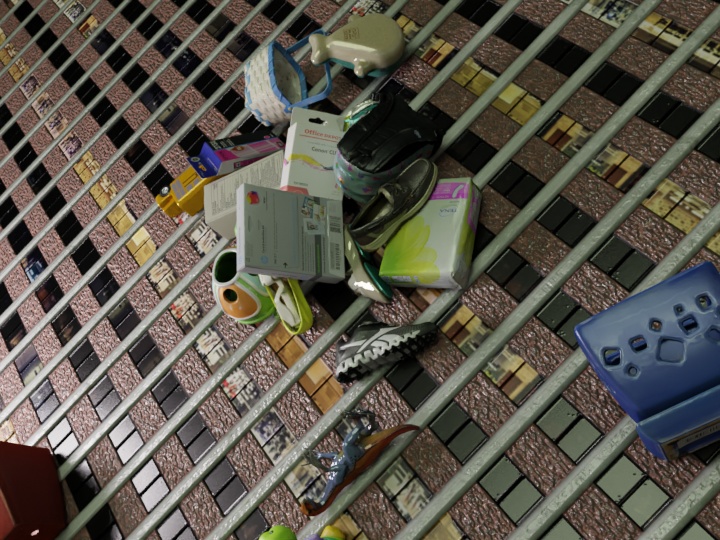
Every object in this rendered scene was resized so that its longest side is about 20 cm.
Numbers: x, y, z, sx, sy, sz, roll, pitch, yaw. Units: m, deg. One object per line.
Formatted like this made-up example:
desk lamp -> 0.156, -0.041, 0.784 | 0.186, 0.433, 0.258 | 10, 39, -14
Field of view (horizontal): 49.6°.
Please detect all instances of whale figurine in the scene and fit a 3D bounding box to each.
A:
whale figurine -> -0.007, -0.459, 1.630 | 0.198, 0.104, 0.161 | -8, 64, -1

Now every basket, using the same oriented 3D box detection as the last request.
basket -> -0.151, -0.417, 1.687 | 0.199, 0.139, 0.178 | -21, 57, 29

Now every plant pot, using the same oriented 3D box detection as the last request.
plant pot -> 0.424, 0.135, 1.036 | 0.199, 0.200, 0.181 | -28, 60, 13
plant pot -> -0.692, 0.467, 1.498 | 0.200, 0.200, 0.176 | -46, 63, 1

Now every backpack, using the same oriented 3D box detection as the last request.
backpack -> 0.041, -0.221, 1.455 | 0.166, 0.127, 0.200 | 34, 57, 20

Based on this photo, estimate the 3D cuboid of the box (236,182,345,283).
box -> -0.125, -0.064, 1.407 | 0.041, 0.198, 0.158 | -29, 59, 54

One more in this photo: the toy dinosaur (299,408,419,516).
toy dinosaur -> -0.025, 0.319, 1.261 | 0.198, 0.105, 0.184 | 11, 91, 21

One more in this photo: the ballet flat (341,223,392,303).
ballet flat -> 0.000, 0.000, 1.431 | 0.069, 0.069, 0.201 | -33, 48, 10

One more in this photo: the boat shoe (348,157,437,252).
boat shoe -> 0.059, -0.123, 1.376 | 0.201, 0.065, 0.073 | -52, 47, -3

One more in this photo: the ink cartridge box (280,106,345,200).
ink cartridge box -> -0.087, -0.215, 1.515 | 0.067, 0.115, 0.202 | -178, 96, -73

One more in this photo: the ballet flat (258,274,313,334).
ballet flat -> -0.147, 0.028, 1.422 | 0.066, 0.201, 0.067 | -20, 12, 26

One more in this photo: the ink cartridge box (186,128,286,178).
ink cartridge box -> -0.262, -0.250, 1.657 | 0.198, 0.037, 0.095 | -20, 44, -25

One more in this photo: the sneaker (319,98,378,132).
sneaker -> -0.025, -0.275, 1.585 | 0.199, 0.077, 0.080 | -30, 62, 12

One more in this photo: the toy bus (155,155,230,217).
toy bus -> -0.357, -0.190, 1.732 | 0.200, 0.065, 0.078 | -40, 54, 4

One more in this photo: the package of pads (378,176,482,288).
package of pads -> 0.130, -0.066, 1.387 | 0.153, 0.068, 0.202 | 1, 66, 31

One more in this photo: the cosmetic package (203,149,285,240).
cosmetic package -> -0.219, -0.155, 1.619 | 0.198, 0.087, 0.104 | -20, 57, 18

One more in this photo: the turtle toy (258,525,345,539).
turtle toy -> -0.073, 0.463, 1.195 | 0.199, 0.101, 0.147 | 21, 76, 36

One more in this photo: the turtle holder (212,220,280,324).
turtle holder -> -0.212, 0.003, 1.502 | 0.140, 0.132, 0.187 | 16, 74, 35

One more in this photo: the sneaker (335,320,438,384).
sneaker -> 0.036, 0.118, 1.341 | 0.199, 0.066, 0.091 | -26, 57, 18
